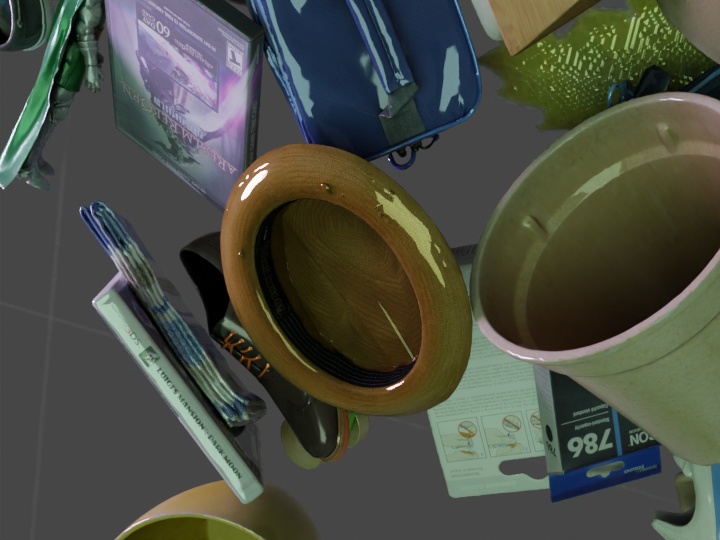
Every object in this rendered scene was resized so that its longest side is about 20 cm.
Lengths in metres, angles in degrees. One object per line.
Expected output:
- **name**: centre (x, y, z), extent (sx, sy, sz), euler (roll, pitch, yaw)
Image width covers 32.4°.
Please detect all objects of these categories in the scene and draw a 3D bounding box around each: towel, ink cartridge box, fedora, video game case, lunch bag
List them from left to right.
- **towel**: centre (-0.139, 0.036, 0.961), extent (0.024, 0.147, 0.201), euler (-36, 83, -2)
- **video game case**: centre (-0.130, -0.136, 0.902), extent (0.142, 0.019, 0.201), euler (37, 148, 18)
- **video game case**: centre (-0.136, 0.079, 0.965), extent (0.023, 0.200, 0.183), euler (-36, 98, -1)
- **lunch bag**: centre (-0.001, -0.166, 0.851), extent (0.134, 0.132, 0.202), euler (-22, 104, 3)
- **fedora**: centre (0.000, 0.000, 0.836), extent (0.198, 0.082, 0.203), euler (15, 122, 25)
- **ink cartridge box**: centre (0.126, 0.074, 0.974), extent (0.160, 0.050, 0.203), euler (-9, 112, 18)
- **ink cartridge box**: centre (0.178, 0.077, 0.908), extent (0.098, 0.039, 0.203), euler (-14, 108, -12)

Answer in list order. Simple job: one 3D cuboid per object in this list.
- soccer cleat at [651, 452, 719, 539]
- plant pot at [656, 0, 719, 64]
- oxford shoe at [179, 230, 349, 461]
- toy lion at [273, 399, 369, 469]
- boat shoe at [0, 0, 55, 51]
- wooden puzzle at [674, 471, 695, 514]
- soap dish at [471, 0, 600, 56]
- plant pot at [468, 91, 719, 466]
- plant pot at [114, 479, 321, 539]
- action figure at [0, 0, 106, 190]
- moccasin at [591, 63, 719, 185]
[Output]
- **soccer cleat**: centre (0.285, 0.127, 0.919), extent (0.086, 0.070, 0.202), euler (28, 97, 18)
- **plant pot**: centre (0.257, -0.197, 0.758), extent (0.199, 0.201, 0.135), euler (36, 123, 0)
- **oxford shoe**: centre (-0.075, 0.060, 0.937), extent (0.071, 0.072, 0.201), euler (-50, 63, 42)
- **toy lion**: centre (-0.026, 0.032, 0.968), extent (0.200, 0.068, 0.193), euler (-42, 75, 45)
- **boat shoe**: centre (-0.302, -0.262, 0.951), extent (0.069, 0.066, 0.203), euler (-13, 106, 19)
- **wooden puzzle**: centre (0.356, 0.235, 0.971), extent (0.182, 0.037, 0.203), euler (-12, 106, 19)
- **soap dish**: centre (0.114, -0.260, 0.788), extent (0.081, 0.157, 0.202), euler (-11, 108, 47)
- **plant pot**: centre (0.201, 0.024, 0.794), extent (0.199, 0.202, 0.183), euler (-31, 124, 23)
- **plant pot**: centre (-0.106, 0.258, 1.048), extent (0.197, 0.142, 0.203), euler (5, 110, 13)
- **action figure**: centre (-0.223, -0.165, 0.959), extent (0.054, 0.118, 0.202), euler (20, 107, -18)
- **moccasin**: centre (0.216, -0.114, 0.869), extent (0.198, 0.081, 0.069), euler (-25, 98, 7)
